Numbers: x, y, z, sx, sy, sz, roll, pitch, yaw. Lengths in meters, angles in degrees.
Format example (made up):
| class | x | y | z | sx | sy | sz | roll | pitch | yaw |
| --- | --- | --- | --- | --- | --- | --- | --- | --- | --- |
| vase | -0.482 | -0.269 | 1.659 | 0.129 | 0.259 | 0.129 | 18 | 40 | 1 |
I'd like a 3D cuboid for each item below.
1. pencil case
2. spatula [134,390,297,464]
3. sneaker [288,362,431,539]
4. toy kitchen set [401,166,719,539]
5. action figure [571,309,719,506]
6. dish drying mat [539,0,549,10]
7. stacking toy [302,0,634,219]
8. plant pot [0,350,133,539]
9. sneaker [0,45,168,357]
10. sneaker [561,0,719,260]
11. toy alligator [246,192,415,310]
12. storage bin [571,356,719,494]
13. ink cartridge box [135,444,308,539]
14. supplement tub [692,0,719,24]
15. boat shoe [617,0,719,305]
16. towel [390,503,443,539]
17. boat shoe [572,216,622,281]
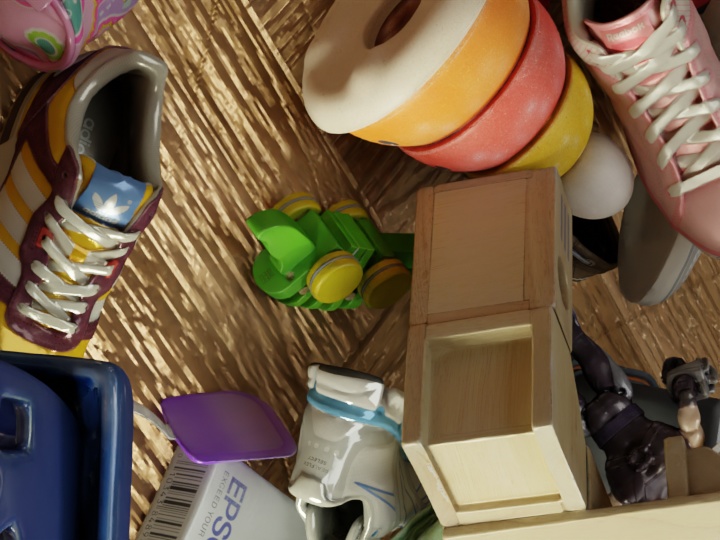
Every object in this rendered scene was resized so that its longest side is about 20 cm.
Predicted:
| class | x | y | z | sx | sy | sz | roll | pitch | yaw |
| --- | --- | --- | --- | --- | --- | --- | --- | --- | --- |
| pencil case | -0.114 | -0.185 | 1.063 | 0.200 | 0.087 | 0.088 | -49 | 124 | -31 |
| spatula | -0.123 | 0.070 | 1.097 | 0.200 | 0.057 | 0.021 | 13 | 119 | -38 |
| sneaker | 0.002 | 0.120 | 1.181 | 0.087 | 0.075 | 0.200 | -68 | 154 | -14 |
| toy kitchen set | 0.131 | 0.073 | 1.180 | 0.200 | 0.163 | 0.181 | 65 | 22 | -46 |
| action figure | 0.141 | 0.079 | 1.271 | 0.130 | 0.069 | 0.200 | -40 | 83 | -4 |
| dish drying mat | 0.086 | -0.224 | 1.222 | 0.077 | 0.018 | 0.200 | -56 | 146 | -51 |
| stacking toy | 0.080 | -0.091 | 1.199 | 0.200 | 0.146 | 0.146 | 37 | 65 | -25 |
| plant pot | -0.208 | 0.120 | 0.908 | 0.180 | 0.200 | 0.201 | 2 | 90 | -53 |
| sneaker | -0.142 | -0.013 | 1.026 | 0.075 | 0.090 | 0.200 | 19 | 71 | -31 |
| sneaker | 0.167 | -0.097 | 1.197 | 0.201 | 0.075 | 0.105 | 68 | 19 | 9 |
| toy alligator | 0.000 | 0.000 | 1.216 | 0.200 | 0.059 | 0.054 | 8 | 129 | -48 |
| storage bin | 0.176 | 0.155 | 1.341 | 0.145 | 0.134 | 0.201 | 15 | 80 | -45 |
| ink cartridge box | -0.062 | 0.225 | 1.165 | 0.200 | 0.041 | 0.200 | 41 | 63 | -39 |
| supplement tub | 0.196 | -0.182 | 1.343 | 0.140 | 0.140 | 0.200 | -54 | 127 | -30 |
| boat shoe | 0.213 | -0.069 | 1.285 | 0.068 | 0.072 | 0.200 | 14 | 97 | -23 |
| towel | -0.007 | 0.235 | 1.153 | 0.153 | 0.023 | 0.200 | -34 | 141 | -61 |
| boat shoe | 0.102 | -0.077 | 1.298 | 0.072 | 0.072 | 0.200 | -55 | 127 | -29 |
